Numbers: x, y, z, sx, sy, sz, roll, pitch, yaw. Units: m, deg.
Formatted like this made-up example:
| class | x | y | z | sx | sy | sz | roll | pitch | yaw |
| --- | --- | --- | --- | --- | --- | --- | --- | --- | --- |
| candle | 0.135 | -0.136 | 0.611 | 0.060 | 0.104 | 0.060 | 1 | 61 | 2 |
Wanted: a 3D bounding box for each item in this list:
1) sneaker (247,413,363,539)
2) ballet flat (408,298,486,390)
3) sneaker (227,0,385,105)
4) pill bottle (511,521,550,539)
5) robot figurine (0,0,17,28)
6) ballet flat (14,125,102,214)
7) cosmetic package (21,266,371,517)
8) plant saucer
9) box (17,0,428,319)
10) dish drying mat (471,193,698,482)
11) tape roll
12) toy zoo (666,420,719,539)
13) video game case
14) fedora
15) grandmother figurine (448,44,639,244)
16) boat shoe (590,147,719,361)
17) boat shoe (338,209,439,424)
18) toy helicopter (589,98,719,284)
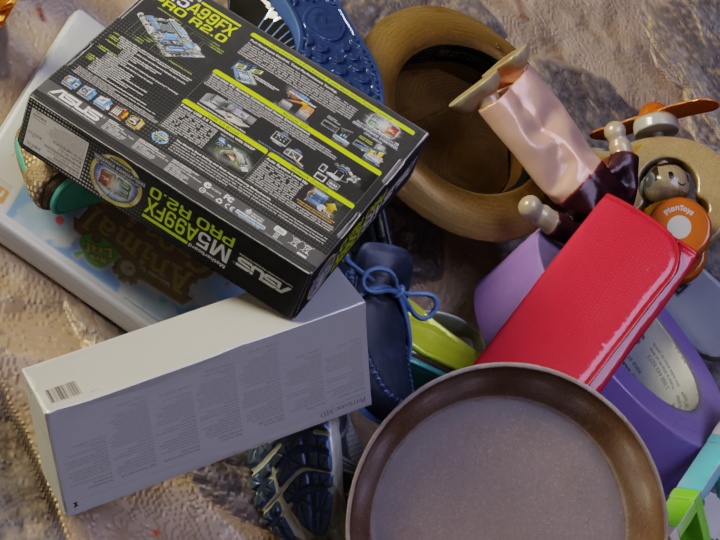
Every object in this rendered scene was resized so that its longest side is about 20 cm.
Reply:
| class | x | y | z | sx | sy | sz | roll | pitch | yaw |
| --- | --- | --- | --- | --- | --- | --- | --- | --- | --- |
| sneaker | -0.010 | 0.157 | 1.180 | 0.085 | 0.077 | 0.201 | 1 | 73 | -48 |
| ballet flat | 0.087 | 0.079 | 1.292 | 0.200 | 0.067 | 0.067 | 32 | 48 | -17 |
| sneaker | -0.041 | -0.138 | 1.276 | 0.070 | 0.078 | 0.201 | 1 | 53 | -28 |
| pill bottle | 0.105 | 0.194 | 1.209 | 0.112 | 0.112 | 0.201 | -15 | 76 | -41 |
| robot figurine | -0.295 | -0.239 | 1.173 | 0.200 | 0.058 | 0.145 | 34 | 49 | -19 |
| ballet flat | -0.135 | -0.091 | 1.185 | 0.200 | 0.071 | 0.065 | -18 | 63 | -45 |
| cosmetic package | -0.093 | 0.068 | 1.095 | 0.199 | 0.083 | 0.051 | -18 | 38 | -20 |
| plant saucer | 0.087 | 0.158 | 1.132 | 0.199 | 0.034 | 0.201 | 1 | 82 | -7 |
| box | -0.080 | -0.080 | 1.125 | 0.199 | 0.044 | 0.160 | 32 | 45 | 6 |
| dish drying mat | 0.136 | 0.040 | 1.203 | 0.077 | 0.018 | 0.200 | 34 | 68 | 14 |
| tape roll | 0.171 | 0.063 | 1.311 | 0.200 | 0.066 | 0.200 | 39 | 23 | -20 |
| toy zoo | 0.257 | 0.169 | 1.267 | 0.200 | 0.020 | 0.132 | -45 | 127 | -43 |
| video game case | -0.142 | -0.050 | 1.213 | 0.200 | 0.022 | 0.183 | 37 | 50 | -17 |
| fedora | 0.060 | -0.095 | 1.351 | 0.200 | 0.082 | 0.202 | 18 | 56 | -29 |
| grandmother figurine | 0.154 | -0.063 | 1.314 | 0.121 | 0.061 | 0.200 | -40 | 97 | -24 |
| boat shoe | 0.227 | -0.007 | 1.451 | 0.069 | 0.057 | 0.200 | -36 | 75 | 0 |
| boat shoe | 0.000 | 0.000 | 1.213 | 0.084 | 0.068 | 0.201 | 22 | 44 | -58 |
| toy helicopter | 0.189 | -0.080 | 1.404 | 0.199 | 0.079 | 0.133 | 18 | 78 | 12 |
